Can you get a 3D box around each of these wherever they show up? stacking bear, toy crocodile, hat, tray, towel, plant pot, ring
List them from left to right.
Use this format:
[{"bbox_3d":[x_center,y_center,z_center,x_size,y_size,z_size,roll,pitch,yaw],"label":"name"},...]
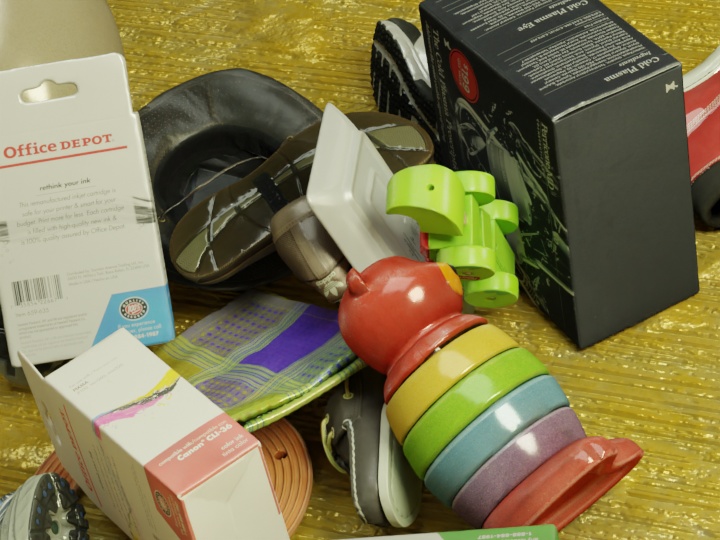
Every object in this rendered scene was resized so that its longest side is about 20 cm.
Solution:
[{"bbox_3d":[-0.256,-0.112,1.894,0.199,0.201,0.135,-23,62,-12],"label":"plant pot"},{"bbox_3d":[-0.129,0.154,1.654,0.199,0.019,0.201,-9,39,7],"label":"ring"},{"bbox_3d":[-0.093,-0.050,1.842,0.199,0.081,0.202,-4,56,6],"label":"hat"},{"bbox_3d":[-0.076,0.061,1.677,0.143,0.023,0.200,-30,20,-21],"label":"towel"},{"bbox_3d":[0.028,-0.013,1.672,0.022,0.200,0.108,-20,34,23],"label":"tray"},{"bbox_3d":[0.068,-0.019,1.651,0.061,0.200,0.068,-4,75,15],"label":"toy crocodile"},{"bbox_3d":[0.065,0.074,1.560,0.114,0.121,0.200,-42,74,11],"label":"stacking bear"}]

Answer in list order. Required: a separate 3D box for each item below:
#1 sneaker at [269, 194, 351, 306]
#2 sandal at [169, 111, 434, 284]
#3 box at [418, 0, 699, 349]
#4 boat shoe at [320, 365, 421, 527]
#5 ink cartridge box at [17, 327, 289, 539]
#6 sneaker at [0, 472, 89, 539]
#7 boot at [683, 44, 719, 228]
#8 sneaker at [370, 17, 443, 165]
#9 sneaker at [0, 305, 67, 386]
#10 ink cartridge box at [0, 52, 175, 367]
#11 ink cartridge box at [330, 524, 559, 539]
[{"bbox_3d":[0.000,0.000,1.718,0.070,0.200,0.076,-32,72,20],"label":"sneaker"},{"bbox_3d":[-0.039,-0.045,1.755,0.199,0.055,0.082,-33,53,-2],"label":"sandal"},{"bbox_3d":[0.138,-0.085,1.723,0.104,0.201,0.182,-25,40,-17],"label":"box"},{"bbox_3d":[0.006,0.103,1.641,0.060,0.072,0.202,-11,31,10],"label":"boat shoe"},{"bbox_3d":[-0.132,0.118,1.591,0.067,0.117,0.200,-33,44,-22],"label":"ink cartridge box"},{"bbox_3d":[-0.230,0.225,1.565,0.085,0.077,0.201,-17,41,29],"label":"sneaker"},{"bbox_3d":[0.301,-0.109,1.815,0.200,0.073,0.144,-34,43,-12],"label":"boot"},{"bbox_3d":[0.072,-0.132,1.916,0.080,0.074,0.200,-13,41,-24],"label":"sneaker"},{"bbox_3d":[-0.218,-0.016,1.792,0.075,0.201,0.079,13,1,-4],"label":"sneaker"},{"bbox_3d":[-0.199,-0.043,1.719,0.115,0.201,0.067,-9,4,-2],"label":"ink cartridge box"},{"bbox_3d":[0.047,0.250,1.437,0.144,0.084,0.201,-5,40,10],"label":"ink cartridge box"}]
